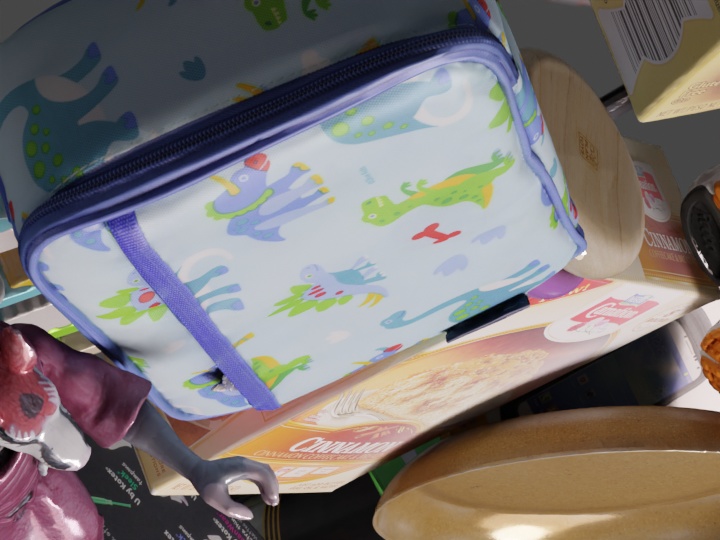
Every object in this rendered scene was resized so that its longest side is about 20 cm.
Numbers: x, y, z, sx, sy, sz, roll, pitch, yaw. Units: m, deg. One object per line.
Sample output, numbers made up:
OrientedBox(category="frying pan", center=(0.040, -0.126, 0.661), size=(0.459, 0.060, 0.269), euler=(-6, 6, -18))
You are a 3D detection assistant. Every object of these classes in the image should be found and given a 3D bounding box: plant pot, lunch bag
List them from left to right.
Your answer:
OrientedBox(category="lunch bag", center=(-0.023, -0.028, 0.882), size=(0.160, 0.083, 0.200), euler=(-22, 158, 3))
OrientedBox(category="plant pot", center=(0.103, 0.093, 1.267), size=(0.198, 0.028, 0.200), euler=(-3, 162, -1))

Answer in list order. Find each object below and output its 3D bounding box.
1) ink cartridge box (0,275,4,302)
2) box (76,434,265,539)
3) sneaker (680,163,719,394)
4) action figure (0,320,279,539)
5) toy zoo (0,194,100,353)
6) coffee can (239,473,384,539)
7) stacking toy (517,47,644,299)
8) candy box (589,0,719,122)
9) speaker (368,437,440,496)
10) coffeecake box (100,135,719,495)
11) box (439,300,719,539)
OrientedBox(category="ink cartridge box", center=(-0.217, 0.021, 0.808), size=(0.145, 0.083, 0.200), euler=(-8, 160, -44))
OrientedBox(category="box", center=(-0.143, 0.156, 1.200), size=(0.122, 0.106, 0.200), euler=(-34, -167, 36))
OrientedBox(category="sneaker", center=(0.184, 0.000, 1.149), size=(0.092, 0.075, 0.200), euler=(-49, 154, -19))
OrientedBox(category="action figure", center=(-0.120, 0.051, 0.895), size=(0.133, 0.149, 0.200), euler=(-24, 163, -23))
OrientedBox(category="toy zoo", center=(-0.138, 0.007, 1.000), size=(0.130, 0.021, 0.200), euler=(-18, 165, -12))
OrientedBox(category="coffee can", center=(-0.021, 0.183, 1.556), size=(0.199, 0.147, 0.146), euler=(-26, 165, 18))
OrientedBox(category="stacking toy", center=(0.000, 0.000, 1.046), size=(0.199, 0.086, 0.085), euler=(-28, 164, 27))
OrientedBox(category="candy box", center=(0.168, -0.119, 0.907), size=(0.115, 0.056, 0.200), euler=(-13, 164, -30))
OrientedBox(category="speaker", center=(0.106, 0.076, 1.428), size=(0.199, 0.089, 0.088), euler=(-30, 166, -4))
OrientedBox(category="coffeecake box", center=(0.022, 0.017, 1.161), size=(0.199, 0.073, 0.153), euler=(-28, 164, 23))
OrientedBox(category="box", center=(0.129, 0.040, 1.340), size=(0.199, 0.042, 0.120), euler=(-19, 126, -3))
